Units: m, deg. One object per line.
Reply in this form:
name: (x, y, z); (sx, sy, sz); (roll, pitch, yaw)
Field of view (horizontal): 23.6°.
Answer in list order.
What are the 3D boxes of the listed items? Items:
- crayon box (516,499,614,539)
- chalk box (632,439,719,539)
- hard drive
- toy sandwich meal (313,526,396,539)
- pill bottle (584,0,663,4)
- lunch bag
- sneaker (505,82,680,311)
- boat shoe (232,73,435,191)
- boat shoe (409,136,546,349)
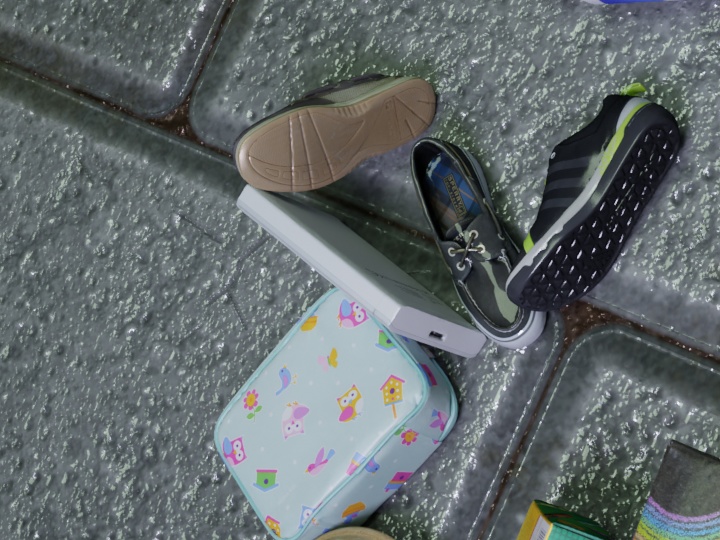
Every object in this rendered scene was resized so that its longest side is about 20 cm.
crayon box: (0.119, 0.273, 1.235); (0.058, 0.119, 0.201); (21, 90, -1)
chalk box: (0.251, 0.239, 1.188); (0.124, 0.124, 0.201); (20, 87, 36)
hard drive: (0.000, 0.000, 1.429); (0.200, 0.132, 0.027); (39, 101, 36)
toy sandwich meal: (0.009, 0.297, 1.371); (0.204, 0.070, 0.207); (-11, 73, 38)
pill bottle: (0.225, -0.271, 1.379); (0.199, 0.112, 0.113); (3, 76, 35)
lunch bag: (-0.021, 0.118, 1.440); (0.200, 0.077, 0.161); (-47, 53, 12)
sneaker: (0.177, -0.058, 1.379); (0.200, 0.072, 0.083); (-52, 42, 2)
boat shoe: (-0.029, -0.122, 1.480); (0.065, 0.199, 0.072); (24, 132, 52)
boat shoe: (0.090, -0.025, 1.423); (0.068, 0.056, 0.201); (-35, 58, 20)
